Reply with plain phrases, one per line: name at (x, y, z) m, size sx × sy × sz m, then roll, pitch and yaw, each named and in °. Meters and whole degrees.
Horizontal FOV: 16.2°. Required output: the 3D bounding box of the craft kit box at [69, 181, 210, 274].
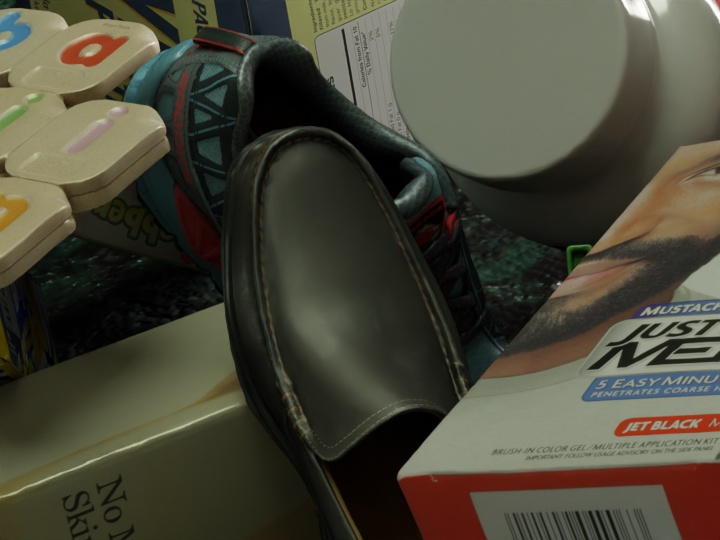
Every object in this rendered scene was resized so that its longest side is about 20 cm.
craft kit box at (-0.100, -0.035, 1.001) m, size 0.200 × 0.049 × 0.197 m, roll 16°, pitch 5°, yaw -31°

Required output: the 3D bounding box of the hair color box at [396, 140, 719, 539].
hair color box at (0.110, 0.028, 0.751) m, size 0.111 × 0.064 × 0.200 m, roll -7°, pitch 25°, yaw 37°

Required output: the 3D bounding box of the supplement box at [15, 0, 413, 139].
supplement box at (-0.031, -0.135, 1.213) m, size 0.200 × 0.135 × 0.200 m, roll -28°, pitch 32°, yaw -32°

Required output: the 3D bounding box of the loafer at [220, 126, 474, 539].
loafer at (0.010, 0.046, 0.774) m, size 0.073 × 0.200 × 0.072 m, roll -17°, pitch -7°, yaw -17°

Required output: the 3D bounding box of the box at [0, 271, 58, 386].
box at (-0.153, 0.025, 0.911) m, size 0.070 × 0.064 × 0.200 m, roll -14°, pitch -10°, yaw -3°

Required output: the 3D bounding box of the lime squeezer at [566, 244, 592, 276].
lime squeezer at (0.082, 0.095, 0.809) m, size 0.038 × 0.071 × 0.200 m, roll 3°, pitch 57°, yaw 0°

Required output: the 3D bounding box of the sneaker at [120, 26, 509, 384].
sneaker at (0.000, 0.000, 0.879) m, size 0.079 × 0.200 × 0.095 m, roll -51°, pitch 16°, yaw -29°

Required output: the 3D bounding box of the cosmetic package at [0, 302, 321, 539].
cosmetic package at (-0.097, 0.093, 0.831) m, size 0.200 × 0.105 × 0.071 m, roll -22°, pitch 30°, yaw -18°

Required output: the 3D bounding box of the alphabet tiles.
alphabet tiles at (-0.165, -0.034, 0.828) m, size 0.200 × 0.015 × 0.196 m, roll 10°, pitch 38°, yaw 33°

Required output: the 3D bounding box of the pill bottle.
pill bottle at (0.094, -0.064, 0.953) m, size 0.119 × 0.120 × 0.200 m, roll 4°, pitch -4°, yaw 27°
